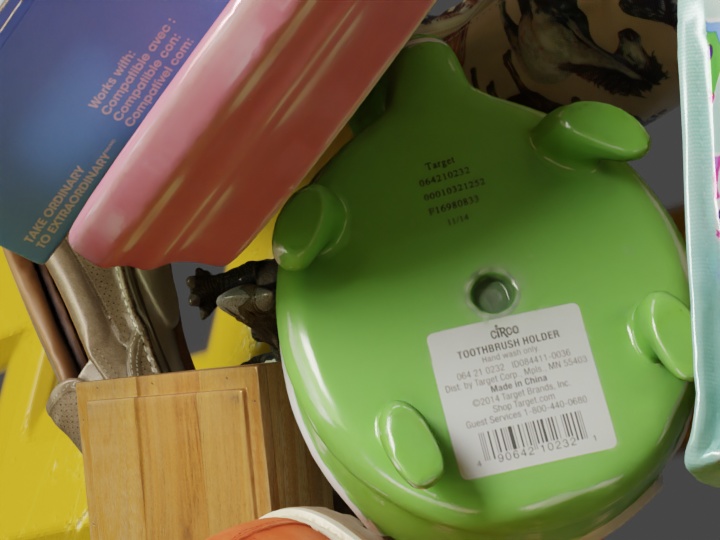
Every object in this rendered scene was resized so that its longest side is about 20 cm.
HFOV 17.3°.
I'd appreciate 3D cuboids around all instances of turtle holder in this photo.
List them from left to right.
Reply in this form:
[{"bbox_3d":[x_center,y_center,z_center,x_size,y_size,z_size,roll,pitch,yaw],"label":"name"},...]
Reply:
[{"bbox_3d":[0.030,0.016,0.790,0.141,0.132,0.185,-40,70,-16],"label":"turtle holder"}]

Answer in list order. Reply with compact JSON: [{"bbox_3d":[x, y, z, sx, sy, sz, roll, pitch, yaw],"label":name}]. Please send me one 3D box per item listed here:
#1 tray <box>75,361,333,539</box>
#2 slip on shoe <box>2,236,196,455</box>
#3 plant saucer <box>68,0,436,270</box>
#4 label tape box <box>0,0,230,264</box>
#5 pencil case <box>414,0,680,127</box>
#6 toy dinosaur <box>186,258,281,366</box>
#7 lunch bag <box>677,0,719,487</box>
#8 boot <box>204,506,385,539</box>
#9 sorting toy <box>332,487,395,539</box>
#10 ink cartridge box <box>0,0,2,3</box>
[{"bbox_3d":[-0.052,0.137,0.859,0.098,0.037,0.202,-7,89,42],"label":"tray"},{"bbox_3d":[-0.096,0.055,0.946,0.076,0.060,0.201,132,128,-58],"label":"slip on shoe"},{"bbox_3d":[-0.018,-0.076,0.767,0.201,0.051,0.201,-54,5,7],"label":"plant saucer"},{"bbox_3d":[-0.096,-0.081,0.870,0.144,0.063,0.200,-51,6,19],"label":"label tape box"},{"bbox_3d":[0.087,-0.094,0.845,0.200,0.089,0.078,-31,28,47],"label":"pencil case"},{"bbox_3d":[0.000,0.000,0.933,0.102,0.077,0.200,-8,20,36],"label":"toy dinosaur"},{"bbox_3d":[0.172,-0.039,0.597,0.169,0.122,0.202,-11,62,31],"label":"lunch bag"},{"bbox_3d":[0.011,0.148,0.727,0.199,0.107,0.075,34,104,28],"label":"boot"},{"bbox_3d":[-0.048,0.132,0.965,0.199,0.036,0.187,-15,57,49],"label":"sorting toy"},{"bbox_3d":[-0.144,-0.155,1.046,0.084,0.199,0.146,-64,-8,-53],"label":"ink cartridge box"}]
